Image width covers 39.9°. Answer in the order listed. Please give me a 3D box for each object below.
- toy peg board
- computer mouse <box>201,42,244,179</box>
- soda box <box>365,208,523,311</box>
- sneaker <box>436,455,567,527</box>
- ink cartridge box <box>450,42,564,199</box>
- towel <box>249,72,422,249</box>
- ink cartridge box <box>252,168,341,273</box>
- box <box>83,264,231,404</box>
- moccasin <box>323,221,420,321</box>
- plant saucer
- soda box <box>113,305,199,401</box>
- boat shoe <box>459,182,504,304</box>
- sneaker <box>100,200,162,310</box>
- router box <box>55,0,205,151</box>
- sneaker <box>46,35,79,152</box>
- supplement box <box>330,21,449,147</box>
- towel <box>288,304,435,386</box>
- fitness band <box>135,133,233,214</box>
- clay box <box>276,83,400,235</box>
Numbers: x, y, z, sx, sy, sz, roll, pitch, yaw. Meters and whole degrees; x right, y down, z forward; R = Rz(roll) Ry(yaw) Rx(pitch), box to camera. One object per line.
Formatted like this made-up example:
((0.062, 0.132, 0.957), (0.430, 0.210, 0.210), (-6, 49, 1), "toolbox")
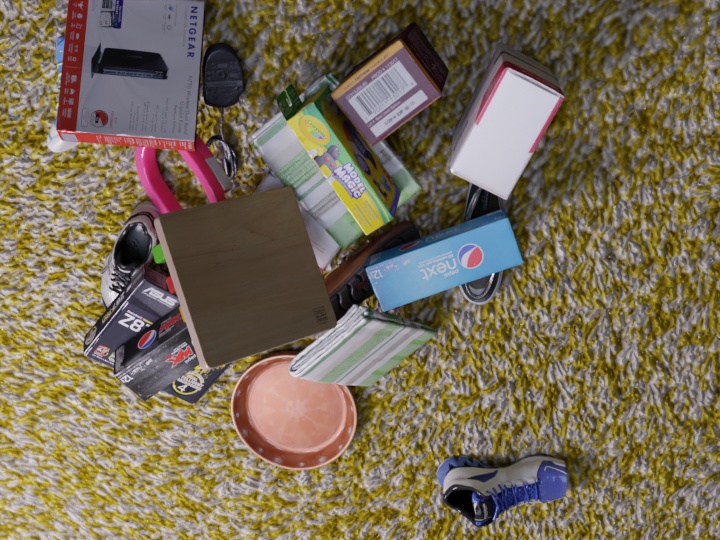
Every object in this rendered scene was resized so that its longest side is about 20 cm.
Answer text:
((-0.163, 0.014, 1.297), (0.098, 0.200, 0.199), (-24, 84, 55), "toy peg board")
((-0.196, -0.224, 1.407), (0.059, 0.034, 0.200), (-3, 116, -14), "computer mouse")
((0.112, -0.014, 1.330), (0.200, 0.064, 0.068), (-19, 103, 9), "soda box")
((0.212, 0.341, 1.496), (0.199, 0.115, 0.081), (-2, 110, 9), "sneaker")
((0.183, -0.195, 1.265), (0.084, 0.200, 0.145), (26, 111, -4), "ink cartridge box")
((-0.033, -0.144, 1.324), (0.149, 0.031, 0.200), (-36, 102, 19), "towel")
((-0.069, -0.100, 1.399), (0.146, 0.085, 0.200), (36, 112, -5), "ink cartridge box")
((-0.286, 0.100, 1.486), (0.200, 0.049, 0.161), (32, 110, -29), "box")
((0.001, 0.001, 1.416), (0.201, 0.078, 0.074), (-45, 127, -3), "moccasin")
((-0.102, 0.217, 1.546), (0.200, 0.032, 0.200), (3, 111, 8), "plant saucer")
((-0.256, 0.100, 1.425), (0.200, 0.063, 0.071), (-33, 125, 11), "soda box")
((0.166, -0.041, 1.390), (0.072, 0.071, 0.200), (2, 110, 8), "boat shoe")
((-0.350, -0.009, 1.474), (0.076, 0.088, 0.200), (23, 113, -2), "sneaker")
((-0.304, -0.268, 1.325), (0.179, 0.049, 0.200), (3, 80, -7), "router box")
((-0.399, -0.267, 1.401), (0.105, 0.076, 0.200), (41, 98, 4), "sneaker")
((0.042, -0.242, 1.268), (0.110, 0.200, 0.086), (-35, 102, 18), "supplement box")
((0.004, 0.110, 1.413), (0.149, 0.200, 0.031), (-39, 62, 20), "towel")
((-0.249, -0.119, 1.401), (0.200, 0.037, 0.144), (55, 137, 8), "fitness band")
((-0.025, -0.152, 1.242), (0.048, 0.115, 0.200), (-30, 105, 17), "clay box")
